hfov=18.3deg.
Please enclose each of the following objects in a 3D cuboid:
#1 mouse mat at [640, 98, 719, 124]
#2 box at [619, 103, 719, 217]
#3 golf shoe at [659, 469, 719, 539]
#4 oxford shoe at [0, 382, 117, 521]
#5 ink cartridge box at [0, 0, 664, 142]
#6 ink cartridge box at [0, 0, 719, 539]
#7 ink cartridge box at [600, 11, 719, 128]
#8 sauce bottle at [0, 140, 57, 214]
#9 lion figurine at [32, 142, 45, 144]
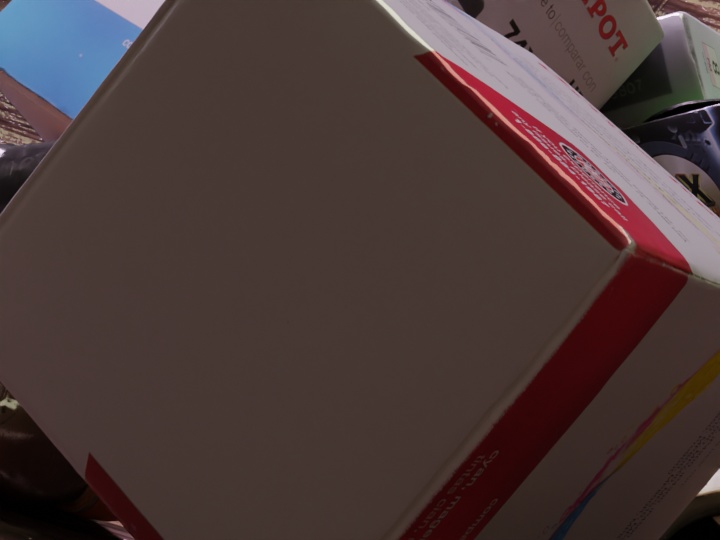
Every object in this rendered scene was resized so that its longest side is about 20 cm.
[{"bbox_3d":[0.167,-0.045,0.981,0.159,0.008,0.200,-6,-14,-17],"label":"mouse mat"},{"bbox_3d":[0.206,-0.015,0.923,0.162,0.087,0.200,-13,-14,22],"label":"box"},{"bbox_3d":[0.116,0.086,0.805,0.092,0.073,0.199,26,30,28],"label":"golf shoe"},{"bbox_3d":[-0.135,0.025,0.734,0.072,0.072,0.199,10,5,-32],"label":"oxford shoe"},{"bbox_3d":[-0.015,-0.090,0.874,0.146,0.200,0.147,33,-13,45],"label":"ink cartridge box"},{"bbox_3d":[0.017,0.013,0.634,0.145,0.145,0.200,44,13,24],"label":"ink cartridge box"},{"bbox_3d":[0.104,-0.056,1.012,0.161,0.058,0.200,-16,-8,23],"label":"ink cartridge box"},{"bbox_3d":[-0.160,-0.014,0.683,0.198,0.067,0.066,-7,-7,19],"label":"sauce bottle"},{"bbox_3d":[-0.105,0.029,0.844,0.072,0.123,0.200,-20,36,-23],"label":"lion figurine"}]
